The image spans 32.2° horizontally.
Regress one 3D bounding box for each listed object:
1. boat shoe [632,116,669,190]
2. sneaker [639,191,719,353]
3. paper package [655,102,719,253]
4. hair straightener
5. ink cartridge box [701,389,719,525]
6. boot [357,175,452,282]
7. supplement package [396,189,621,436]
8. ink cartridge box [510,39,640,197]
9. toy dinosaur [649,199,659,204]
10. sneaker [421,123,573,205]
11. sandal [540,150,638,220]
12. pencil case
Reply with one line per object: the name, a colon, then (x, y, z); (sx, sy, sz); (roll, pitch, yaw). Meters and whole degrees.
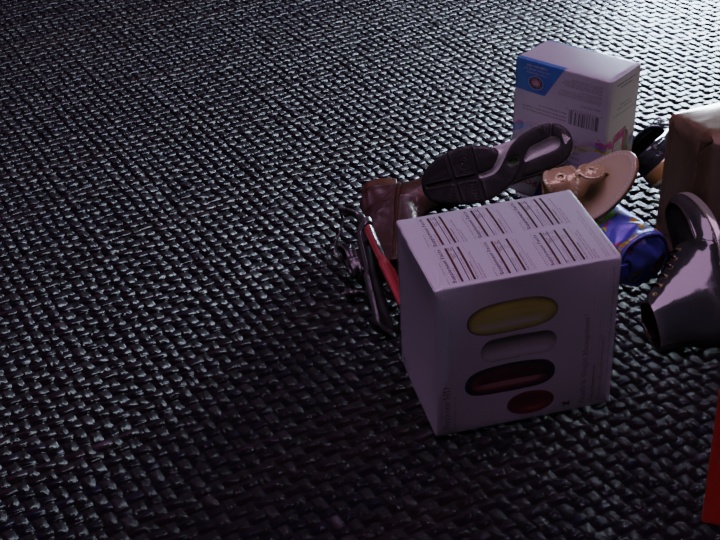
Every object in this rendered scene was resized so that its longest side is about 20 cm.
boat shoe: (0.405, -0.172, 1.715); (0.062, 0.075, 0.200); (40, 26, -7)
sneaker: (0.366, -0.002, 1.442); (0.106, 0.075, 0.201); (-8, 58, -5)
paper package: (0.481, -0.116, 1.546); (0.199, 0.192, 0.104); (-13, 35, -17)
hair straightener: (0.000, 0.000, 1.513); (0.077, 0.041, 0.201); (-37, 53, 16)
ink cartridge box: (0.415, 0.196, 1.114); (0.199, 0.163, 0.057); (5, 30, 12)
boot: (0.085, -0.059, 1.608); (0.185, 0.065, 0.200); (-10, 32, 7)
supplement package: (0.154, 0.044, 1.332); (0.199, 0.192, 0.147); (-10, 34, -10)
ink cartridge box: (0.283, -0.188, 1.664); (0.144, 0.201, 0.085); (23, 38, 32)
toy dinosaur: (0.481, -0.137, 1.682); (0.199, 0.077, 0.102); (-14, 22, -23)
sneaker: (0.182, -0.127, 1.613); (0.199, 0.076, 0.115); (-17, -8, 12)
sandal: (0.238, -0.089, 1.534); (0.211, 0.069, 0.078); (-32, 51, 31)
pencil case: (0.294, -0.055, 1.570); (0.087, 0.078, 0.200); (-33, 42, -14)
